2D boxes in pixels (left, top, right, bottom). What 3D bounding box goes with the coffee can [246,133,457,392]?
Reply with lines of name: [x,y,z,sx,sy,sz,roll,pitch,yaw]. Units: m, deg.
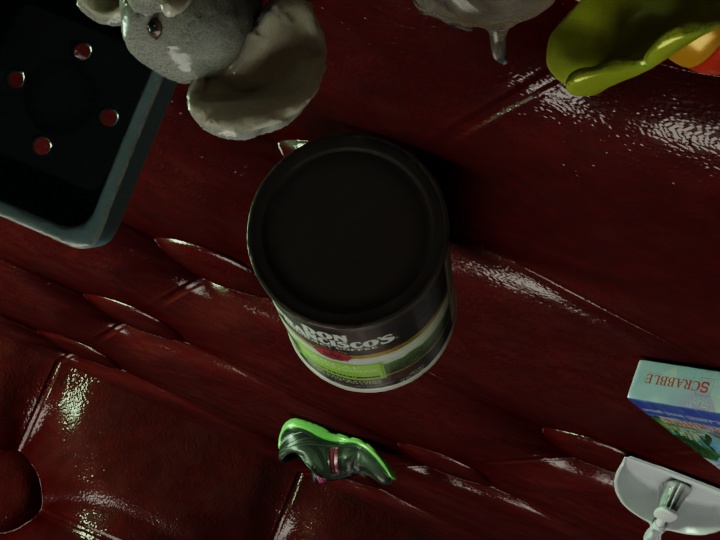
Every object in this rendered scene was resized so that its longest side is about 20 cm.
coffee can: [0.000,0.000,1.249,0.145,0.147,0.200,19,166,11]

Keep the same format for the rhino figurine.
rhino figurine: [0.056,-0.153,0.797,0.087,0.060,0.200,17,167,5]

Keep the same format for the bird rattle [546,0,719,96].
bird rattle: [0.174,-0.123,0.718,0.198,0.114,0.163,6,-172,-15]

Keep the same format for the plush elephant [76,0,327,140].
plush elephant: [-0.073,-0.158,0.744,0.164,0.156,0.200,32,179,32]

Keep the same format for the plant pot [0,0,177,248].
plant pot: [-0.208,-0.130,1.043,0.195,0.197,0.200,22,176,1]

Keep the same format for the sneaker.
sneaker: [-0.035,0.289,2.446,0.199,0.084,0.077,16,165,25]

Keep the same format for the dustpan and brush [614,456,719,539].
dustpan and brush: [0.353,0.280,1.883,0.139,0.058,0.200,20,165,9]

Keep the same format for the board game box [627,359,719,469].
board game box: [0.368,0.147,1.427,0.199,0.041,0.199,7,159,47]
